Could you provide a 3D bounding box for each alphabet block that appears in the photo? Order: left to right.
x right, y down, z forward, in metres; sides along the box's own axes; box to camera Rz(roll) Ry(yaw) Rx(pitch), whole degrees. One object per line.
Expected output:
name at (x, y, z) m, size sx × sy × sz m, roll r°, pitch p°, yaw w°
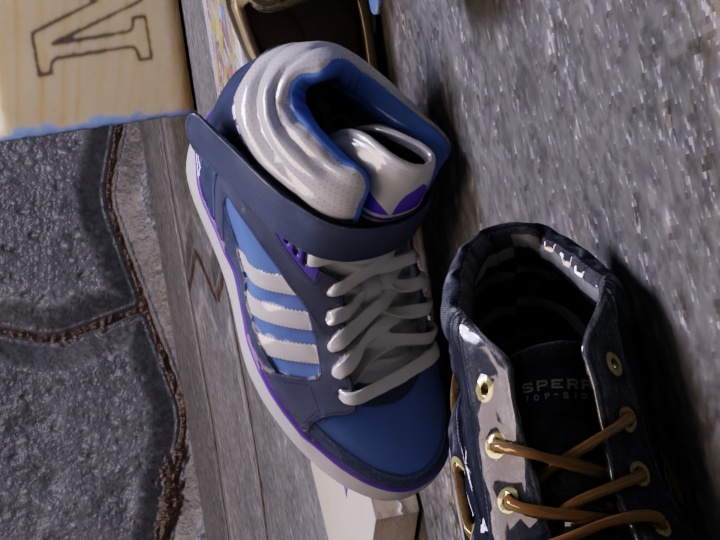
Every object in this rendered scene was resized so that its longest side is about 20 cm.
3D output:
alphabet block at (-0.279, -0.243, 2.002) m, size 0.195 × 0.195 × 0.201 m, roll -147°, pitch 49°, yaw -76°

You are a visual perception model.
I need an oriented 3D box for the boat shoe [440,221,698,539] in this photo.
boat shoe at (0.058, 0.068, 0.574) m, size 0.200 × 0.070 × 0.091 m, roll -110°, pitch 10°, yaw -59°

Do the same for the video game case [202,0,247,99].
video game case at (-0.086, -0.147, 1.432) m, size 0.200 × 0.023 × 0.183 m, roll -166°, pitch 67°, yaw -80°

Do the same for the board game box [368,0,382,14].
board game box at (0.010, -0.194, 0.743) m, size 0.158 × 0.039 × 0.201 m, roll 84°, pitch 177°, yaw -53°

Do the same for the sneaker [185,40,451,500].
sneaker at (0.000, 0.000, 0.861) m, size 0.201 × 0.080 × 0.146 m, roll 64°, pitch 154°, yaw 1°

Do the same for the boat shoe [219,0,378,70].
boat shoe at (-0.022, -0.112, 0.940) m, size 0.063 × 0.073 × 0.201 m, roll -136°, pitch 27°, yaw -65°

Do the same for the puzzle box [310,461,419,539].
puzzle box at (0.000, 0.122, 1.152) m, size 0.200 × 0.025 × 0.134 m, roll 96°, pitch 163°, yaw -59°
